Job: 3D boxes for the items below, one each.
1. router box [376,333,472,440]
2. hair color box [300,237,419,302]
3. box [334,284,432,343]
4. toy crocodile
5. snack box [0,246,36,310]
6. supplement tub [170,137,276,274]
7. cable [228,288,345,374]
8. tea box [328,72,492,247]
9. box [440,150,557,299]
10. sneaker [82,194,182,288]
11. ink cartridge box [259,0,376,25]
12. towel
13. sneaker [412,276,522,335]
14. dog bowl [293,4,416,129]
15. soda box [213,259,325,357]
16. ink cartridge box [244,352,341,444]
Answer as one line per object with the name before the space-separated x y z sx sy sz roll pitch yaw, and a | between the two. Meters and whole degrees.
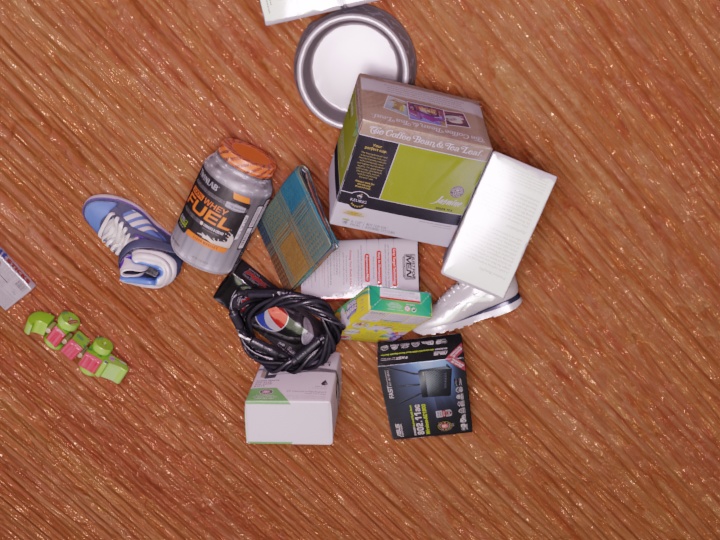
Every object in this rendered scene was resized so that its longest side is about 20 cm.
router box | 0.115 0.208 1.447 0.148 0.062 0.201 -7 128 7
hair color box | 0.000 0.000 1.382 0.198 0.061 0.103 -1 83 5
box | 0.026 0.081 1.378 0.116 0.049 0.200 8 156 -22
toy crocodile | -0.514 0.140 1.490 0.200 0.062 0.068 39 109 -12
snack box | -0.673 -0.026 1.454 0.072 0.024 0.200 -34 106 16
supplement tub | -0.221 -0.106 1.341 0.122 0.123 0.201 26 110 -7
cable | -0.120 0.104 1.363 0.198 0.051 0.164 0 116 17
tea box | 0.068 -0.165 1.250 0.198 0.134 0.198 11 132 -13
box | 0.213 -0.077 1.286 0.106 0.152 0.201 23 102 2
sneaker | -0.389 -0.045 1.362 0.199 0.147 0.081 33 110 -9
ink cartridge box | -0.042 -0.424 1.191 0.198 0.144 0.084 -10 111 7
towel | -0.105 -0.061 1.316 0.200 0.022 0.148 -43 67 55
sneaker | 0.175 0.051 1.412 0.199 0.076 0.081 -21 100 4
dog bowl | -0.010 -0.311 1.281 0.198 0.059 0.202 1 111 4
soda box | -0.156 0.074 1.435 0.200 0.071 0.063 38 110 -11
ink cartridge box | -0.111 0.217 1.422 0.145 0.200 0.085 0 109 3
